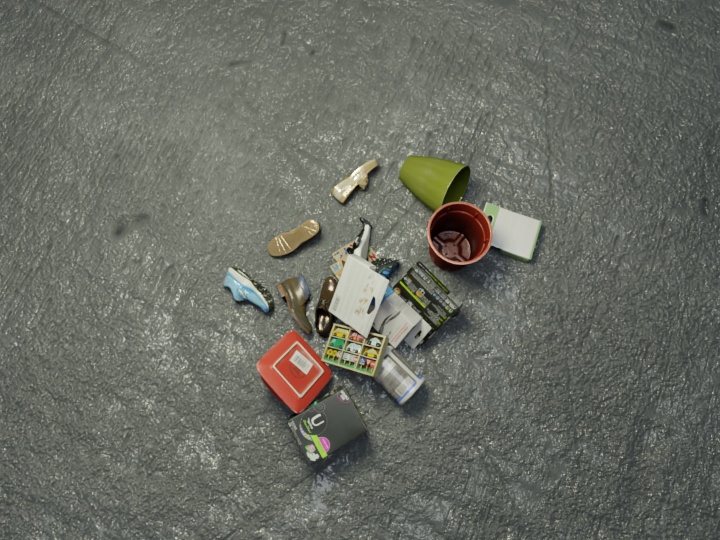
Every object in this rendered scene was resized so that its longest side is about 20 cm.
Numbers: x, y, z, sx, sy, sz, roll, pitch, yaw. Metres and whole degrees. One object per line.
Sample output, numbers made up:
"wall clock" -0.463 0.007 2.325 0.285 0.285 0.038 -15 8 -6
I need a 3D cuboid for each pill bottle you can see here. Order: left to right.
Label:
"pill bottle" 0.093 0.310 1.616 0.200 0.114 0.114 44 80 11

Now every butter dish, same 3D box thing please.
"butter dish" -0.224 0.326 1.604 0.200 0.148 0.199 48 45 -2

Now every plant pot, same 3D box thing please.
"plant pot" 0.237 -0.305 1.752 0.199 0.187 0.188 31 78 23
"plant pot" 0.305 -0.091 1.672 0.199 0.195 0.202 0 76 1

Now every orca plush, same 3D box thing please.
"orca plush" -0.017 -0.086 1.718 0.071 0.105 0.201 -2 66 19

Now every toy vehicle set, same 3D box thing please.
"toy vehicle set" -0.018 0.243 1.589 0.199 0.026 0.125 9 74 34

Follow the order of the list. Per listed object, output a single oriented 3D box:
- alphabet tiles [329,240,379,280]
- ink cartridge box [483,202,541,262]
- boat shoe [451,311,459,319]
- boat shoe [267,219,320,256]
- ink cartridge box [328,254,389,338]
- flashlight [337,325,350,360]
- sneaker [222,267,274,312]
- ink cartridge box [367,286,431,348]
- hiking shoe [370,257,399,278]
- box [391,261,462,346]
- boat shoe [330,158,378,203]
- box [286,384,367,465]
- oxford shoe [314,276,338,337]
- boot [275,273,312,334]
"alphabet tiles" 0.000 0.000 1.725 0.166 0.006 0.200 -31 77 -25
"ink cartridge box" 0.497 -0.129 1.756 0.199 0.048 0.146 20 77 6
"boat shoe" 0.231 0.095 1.695 0.200 0.061 0.072 24 78 6
"boat shoe" -0.220 -0.108 1.750 0.199 0.065 0.072 -31 86 12
"ink cartridge box" 0.002 0.076 1.580 0.173 0.043 0.201 32 111 32
"flashlight" -0.033 0.197 1.672 0.068 0.068 0.201 -6 70 37
"sneaker" -0.371 0.077 1.712 0.200 0.078 0.090 38 98 13
"ink cartridge box" 0.110 0.158 1.635 0.200 0.068 0.116 43 124 12
"hiking shoe" 0.054 0.020 1.695 0.074 0.087 0.200 17 33 40
"box" 0.189 0.107 1.652 0.200 0.047 0.193 45 117 11
"boat shoe" -0.010 -0.307 1.799 0.200 0.074 0.069 -40 91 -8
"box" -0.099 0.462 1.566 0.199 0.124 0.149 -28 85 -7
"oxford shoe" -0.107 0.111 1.680 0.072 0.084 0.201 1 72 13
"boot" -0.189 0.105 1.690 0.097 0.075 0.201 -33 76 -4
